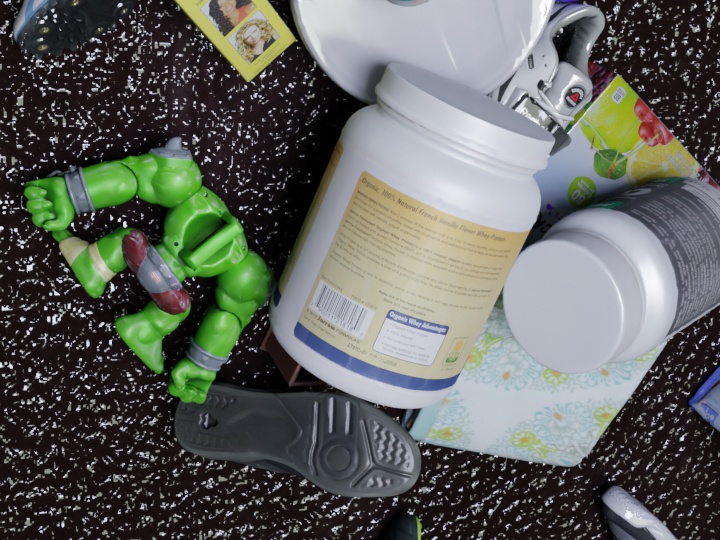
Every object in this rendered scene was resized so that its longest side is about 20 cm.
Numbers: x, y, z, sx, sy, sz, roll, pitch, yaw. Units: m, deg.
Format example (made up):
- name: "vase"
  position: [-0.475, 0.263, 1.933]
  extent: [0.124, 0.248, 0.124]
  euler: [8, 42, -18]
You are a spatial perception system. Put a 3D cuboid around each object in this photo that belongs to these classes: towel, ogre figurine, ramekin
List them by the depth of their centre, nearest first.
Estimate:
- name: "ramekin"
  position: [0.036, -0.219, 0.815]
  extent: [0.201, 0.094, 0.203]
  euler: [-7, 113, -17]
- name: "ogre figurine"
  position: [-0.140, -0.006, 0.829]
  extent: [0.120, 0.098, 0.200]
  euler: [-34, 92, -1]
- name: "towel"
  position: [0.143, 0.092, 0.956]
  extent: [0.170, 0.048, 0.200]
  euler: [14, 133, -11]

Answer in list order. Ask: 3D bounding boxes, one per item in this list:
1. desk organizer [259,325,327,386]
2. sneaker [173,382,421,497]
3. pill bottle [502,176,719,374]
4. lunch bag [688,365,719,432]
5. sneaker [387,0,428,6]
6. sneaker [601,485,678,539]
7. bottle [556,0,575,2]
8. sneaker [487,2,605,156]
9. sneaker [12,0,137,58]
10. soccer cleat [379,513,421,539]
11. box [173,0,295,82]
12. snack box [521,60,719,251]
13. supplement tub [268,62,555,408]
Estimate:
- name: "desk organizer"
  position: [0.000, 0.000, 0.899]
  extent: [0.071, 0.077, 0.201]
  euler: [20, 103, -26]
- name: "sneaker"
  position: [-0.036, 0.131, 0.896]
  extent: [0.114, 0.198, 0.077]
  euler: [17, 79, -67]
- name: "pill bottle"
  position: [0.197, 0.002, 0.833]
  extent: [0.200, 0.113, 0.114]
  euler: [-21, 122, -48]
- name: "lunch bag"
  position: [0.447, 0.113, 1.063]
  extent: [0.124, 0.170, 0.200]
  euler: [35, 95, -32]
- name: "sneaker"
  position: [0.060, -0.264, 0.698]
  extent: [0.201, 0.071, 0.080]
  euler: [-59, 153, 0]
- name: "sneaker"
  position: [0.270, 0.307, 1.127]
  extent: [0.114, 0.075, 0.200]
  euler: [-41, 122, -4]
- name: "bottle"
  position: [0.228, -0.274, 0.872]
  extent: [0.199, 0.084, 0.066]
  euler: [-26, 111, -8]
- name: "sneaker"
  position: [0.126, -0.121, 0.848]
  extent: [0.074, 0.088, 0.201]
  euler: [31, 72, -31]
- name: "sneaker"
  position: [-0.171, -0.230, 0.756]
  extent: [0.200, 0.072, 0.072]
  euler: [-50, 159, 15]
- name: "soccer cleat"
  position: [-0.005, 0.308, 1.032]
  extent: [0.081, 0.068, 0.201]
  euler: [21, 103, -14]
- name: "box"
  position: [-0.111, -0.199, 0.720]
  extent: [0.050, 0.075, 0.200]
  euler: [-42, 158, 3]
- name: "snack box"
  position: [0.184, -0.047, 0.957]
  extent: [0.168, 0.068, 0.200]
  euler: [37, 96, -30]
- name: "supplement tub"
  position: [0.035, -0.024, 0.768]
  extent: [0.144, 0.144, 0.201]
  euler: [16, 110, -25]
